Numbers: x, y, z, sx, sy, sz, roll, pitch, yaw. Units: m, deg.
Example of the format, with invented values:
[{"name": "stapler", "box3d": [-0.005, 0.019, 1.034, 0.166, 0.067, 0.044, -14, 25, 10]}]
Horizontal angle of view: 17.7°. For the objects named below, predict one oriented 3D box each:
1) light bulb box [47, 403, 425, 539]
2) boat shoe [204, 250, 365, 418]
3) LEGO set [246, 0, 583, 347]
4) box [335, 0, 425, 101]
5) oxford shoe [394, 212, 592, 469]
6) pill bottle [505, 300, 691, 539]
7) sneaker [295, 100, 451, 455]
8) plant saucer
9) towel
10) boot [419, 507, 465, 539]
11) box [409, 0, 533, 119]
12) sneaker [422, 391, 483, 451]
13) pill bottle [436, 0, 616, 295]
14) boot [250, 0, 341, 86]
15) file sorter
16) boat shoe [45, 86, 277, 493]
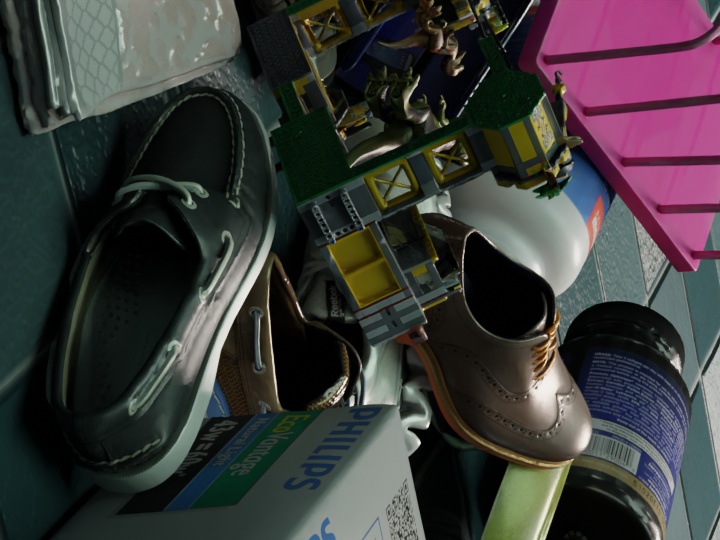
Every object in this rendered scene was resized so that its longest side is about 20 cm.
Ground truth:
[{"name": "light bulb box", "box3d": [-0.049, 0.188, 0.984, 0.198, 0.124, 0.201, -46, 127, -61]}, {"name": "boat shoe", "box3d": [-0.038, 0.062, 1.108, 0.200, 0.072, 0.072, 60, 33, -47]}, {"name": "LEGO set", "box3d": [0.028, -0.059, 1.103, 0.200, 0.153, 0.116, 57, -4, 49]}, {"name": "box", "box3d": [0.047, -0.180, 1.323, 0.119, 0.041, 0.200, -54, -171, 39]}, {"name": "oxford shoe", "box3d": [0.076, 0.043, 1.211, 0.200, 0.073, 0.072, 45, 56, -38]}, {"name": "pill bottle", "box3d": [0.160, 0.114, 1.541, 0.200, 0.111, 0.112, -67, 145, -48]}, {"name": "sneaker", "box3d": [0.000, 0.000, 1.228, 0.081, 0.075, 0.201, 27, 60, -54]}, {"name": "plant saucer", "box3d": [0.091, 0.156, 1.351, 0.200, 0.031, 0.201, 20, 90, -83]}, {"name": "towel", "box3d": [-0.112, -0.175, 1.028, 0.191, 0.032, 0.201, -39, 123, -64]}, {"name": "boot", "box3d": [0.020, 0.243, 1.221, 0.198, 0.073, 0.163, -64, 146, -56]}, {"name": "box", "box3d": [0.070, -0.150, 1.320, 0.121, 0.032, 0.200, -57, -173, 16]}, {"name": "sneaker", "box3d": [0.076, 0.012, 1.394, 0.118, 0.073, 0.201, -9, 97, -75]}, {"name": "pill bottle", "box3d": [0.091, -0.051, 1.335, 0.200, 0.112, 0.112, -62, 143, -32]}, {"name": "boot", "box3d": [-0.027, -0.198, 1.221, 0.131, 0.067, 0.200, 72, 30, -47]}, {"name": "file sorter", "box3d": [0.205, -0.113, 1.293, 0.200, 0.125, 0.139, 47, 54, -40]}, {"name": "boat shoe", "box3d": [-0.085, -0.005, 1.002, 0.060, 0.075, 0.201, 63, 29, -54]}]
